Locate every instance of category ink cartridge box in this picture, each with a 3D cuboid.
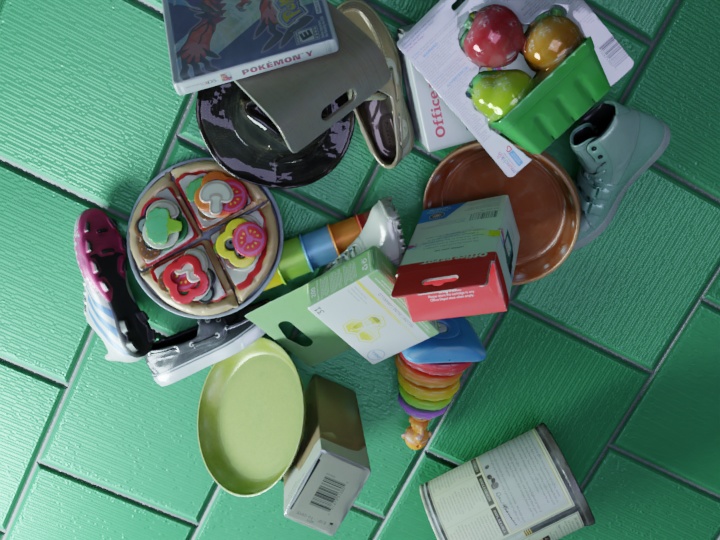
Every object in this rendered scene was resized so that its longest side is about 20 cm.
[{"bbox_3d":[-0.023,0.065,0.948,0.198,0.048,0.145,-29,132,20],"label":"ink cartridge box"},{"bbox_3d":[0.114,-0.006,0.894,0.115,0.201,0.068,-9,119,23],"label":"ink cartridge box"},{"bbox_3d":[0.153,-0.242,0.931,0.197,0.088,0.147,-13,108,1],"label":"ink cartridge box"}]

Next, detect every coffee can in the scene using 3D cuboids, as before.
[{"bbox_3d":[0.201,0.322,1.070,0.198,0.147,0.148,-27,107,4],"label":"coffee can"}]

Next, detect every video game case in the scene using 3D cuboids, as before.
[{"bbox_3d":[-0.130,-0.298,0.856,0.180,0.202,0.023,-15,152,1],"label":"video game case"}]

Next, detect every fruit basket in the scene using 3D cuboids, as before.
[{"bbox_3d":[0.171,-0.238,0.855,0.185,0.094,0.200,-43,91,8],"label":"fruit basket"}]

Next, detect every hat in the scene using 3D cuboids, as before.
[{"bbox_3d":[-0.095,-0.186,0.918,0.197,0.081,0.204,-3,103,-12],"label":"hat"}]

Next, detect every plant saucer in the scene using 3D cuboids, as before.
[{"bbox_3d":[-0.138,0.189,1.006,0.031,0.200,0.202,16,110,-50],"label":"plant saucer"},{"bbox_3d":[0.177,-0.074,0.974,0.197,0.032,0.203,11,124,17],"label":"plant saucer"}]

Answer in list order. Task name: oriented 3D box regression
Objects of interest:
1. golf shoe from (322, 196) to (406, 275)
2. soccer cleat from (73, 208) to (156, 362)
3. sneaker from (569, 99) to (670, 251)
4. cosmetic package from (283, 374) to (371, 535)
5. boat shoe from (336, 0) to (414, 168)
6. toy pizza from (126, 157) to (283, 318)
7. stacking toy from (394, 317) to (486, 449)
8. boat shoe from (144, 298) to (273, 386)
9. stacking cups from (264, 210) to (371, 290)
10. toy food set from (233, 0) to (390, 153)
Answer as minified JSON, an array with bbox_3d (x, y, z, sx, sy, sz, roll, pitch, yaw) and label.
[{"bbox_3d":[0.000,0.000,0.955,0.096,0.079,0.202,-5,132,-18],"label":"golf shoe"},{"bbox_3d":[-0.331,0.025,0.984,0.085,0.070,0.203,-14,97,34],"label":"soccer cleat"},{"bbox_3d":[0.277,-0.120,0.957,0.117,0.074,0.202,18,119,-31],"label":"sneaker"},{"bbox_3d":[-0.048,0.231,0.996,0.070,0.200,0.106,26,102,-14],"label":"cosmetic package"},{"bbox_3d":[0.014,-0.223,0.928,0.071,0.065,0.202,-10,111,21],"label":"boat shoe"},{"bbox_3d":[-0.194,-0.042,0.954,0.197,0.032,0.204,0,84,1],"label":"toy pizza"},{"bbox_3d":[0.090,0.160,1.048,0.114,0.110,0.203,-1,118,-15],"label":"stacking toy"},{"bbox_3d":[-0.199,0.080,1.014,0.198,0.070,0.067,-27,108,12],"label":"boat shoe"},{"bbox_3d":[-0.051,-0.027,0.999,0.197,0.061,0.061,-19,107,-2],"label":"stacking cups"},{"bbox_3d":[-0.081,-0.237,0.866,0.143,0.061,0.200,-39,65,-11],"label":"toy food set"}]
